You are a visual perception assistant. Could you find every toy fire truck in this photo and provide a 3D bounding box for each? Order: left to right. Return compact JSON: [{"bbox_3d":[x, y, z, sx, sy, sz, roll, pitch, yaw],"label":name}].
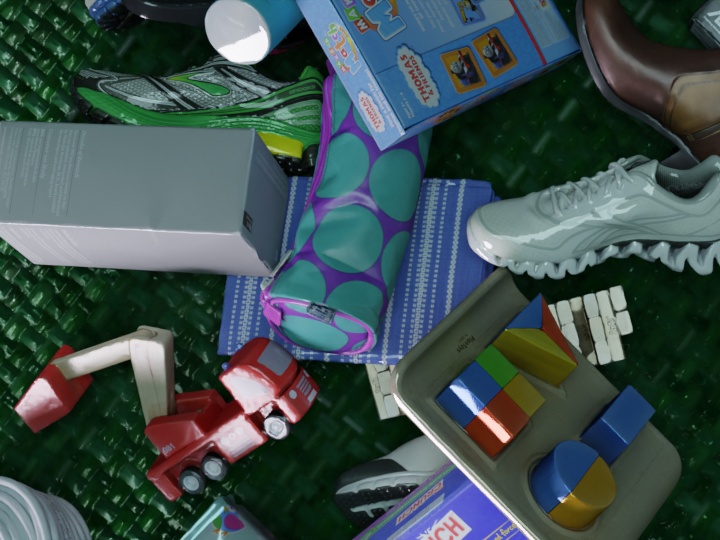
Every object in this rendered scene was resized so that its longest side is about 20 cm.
[{"bbox_3d":[-0.142,0.090,1.366,0.199,0.049,0.141,-34,102,30],"label":"toy fire truck"}]

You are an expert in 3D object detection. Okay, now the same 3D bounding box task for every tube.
[{"bbox_3d":[-0.047,-0.217,1.349,0.077,0.200,0.051,32,132,1],"label":"tube"}]

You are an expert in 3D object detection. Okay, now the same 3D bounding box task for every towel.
[{"bbox_3d":[0.000,0.000,1.374,0.197,0.024,0.146,3,70,12],"label":"towel"}]

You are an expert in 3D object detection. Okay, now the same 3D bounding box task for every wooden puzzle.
[{"bbox_3d":[0.130,0.100,1.261,0.200,0.185,0.046,49,127,2],"label":"wooden puzzle"}]

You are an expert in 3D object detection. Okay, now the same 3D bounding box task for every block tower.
[{"bbox_3d":[0.102,0.061,1.376,0.198,0.058,0.055,-15,86,5],"label":"block tower"}]

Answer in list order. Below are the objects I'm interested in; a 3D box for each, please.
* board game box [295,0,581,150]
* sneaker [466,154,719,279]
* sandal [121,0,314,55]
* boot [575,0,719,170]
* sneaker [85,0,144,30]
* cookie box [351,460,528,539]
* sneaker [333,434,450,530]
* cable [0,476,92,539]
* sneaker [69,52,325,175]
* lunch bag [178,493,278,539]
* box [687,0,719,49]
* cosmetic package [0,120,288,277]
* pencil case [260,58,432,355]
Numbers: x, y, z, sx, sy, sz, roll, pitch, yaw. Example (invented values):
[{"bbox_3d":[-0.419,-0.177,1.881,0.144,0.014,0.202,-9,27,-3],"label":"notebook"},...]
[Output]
[{"bbox_3d":[0.052,-0.188,1.337,0.199,0.037,0.152,-27,85,-41],"label":"board game box"},{"bbox_3d":[0.173,-0.044,1.325,0.197,0.076,0.082,-4,132,-3],"label":"sneaker"},{"bbox_3d":[-0.081,-0.187,1.379,0.198,0.075,0.045,0,121,-19],"label":"sandal"},{"bbox_3d":[0.270,-0.159,1.316,0.199,0.068,0.189,-32,91,32],"label":"boot"},{"bbox_3d":[-0.137,-0.272,1.397,0.199,0.077,0.086,-36,82,2],"label":"sneaker"},{"bbox_3d":[0.107,0.232,1.315,0.171,0.075,0.200,-40,101,21],"label":"cookie box"},{"bbox_3d":[0.075,0.141,1.378,0.198,0.074,0.081,-13,48,12],"label":"sneaker"},{"bbox_3d":[-0.266,0.251,1.343,0.199,0.069,0.202,-34,53,29],"label":"cable"},{"bbox_3d":[-0.118,-0.126,1.397,0.197,0.078,0.086,8,82,-4],"label":"sneaker"},{"bbox_3d":[-0.107,0.290,1.353,0.170,0.122,0.200,42,86,4],"label":"lunch bag"},{"bbox_3d":[0.376,-0.179,1.369,0.193,0.048,0.200,-44,85,0],"label":"box"},{"bbox_3d":[-0.160,-0.051,1.355,0.197,0.107,0.091,1,73,11],"label":"cosmetic package"},{"bbox_3d":[-0.008,-0.047,1.333,0.092,0.085,0.202,20,71,-13],"label":"pencil case"}]
